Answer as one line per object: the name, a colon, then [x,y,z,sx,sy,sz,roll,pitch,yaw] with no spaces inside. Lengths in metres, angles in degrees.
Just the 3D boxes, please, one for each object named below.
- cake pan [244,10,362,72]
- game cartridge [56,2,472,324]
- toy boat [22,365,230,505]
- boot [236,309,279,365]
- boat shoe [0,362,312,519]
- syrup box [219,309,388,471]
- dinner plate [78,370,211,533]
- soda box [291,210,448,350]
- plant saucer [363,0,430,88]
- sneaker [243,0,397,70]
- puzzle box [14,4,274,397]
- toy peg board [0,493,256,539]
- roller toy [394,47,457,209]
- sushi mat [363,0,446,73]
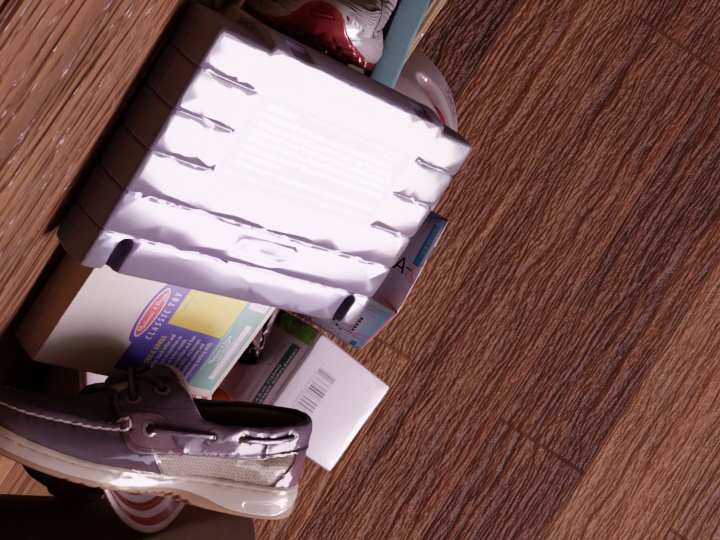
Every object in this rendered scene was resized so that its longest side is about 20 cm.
cake pan: [-0.047,-0.074,0.723,0.200,0.037,0.200,17,90,-76]
game cartridge: [-0.038,-0.044,0.585,0.200,0.038,0.130,16,108,-51]
toy boat: [-0.149,0.084,0.842,0.131,0.131,0.200,-52,-173,46]
boot: [-0.090,-0.012,0.880,0.200,0.072,0.167,82,8,-77]
boat shoe: [-0.109,0.079,0.608,0.072,0.200,0.065,20,-91,55]
syrup box: [-0.072,0.074,0.927,0.079,0.081,0.200,-54,-148,-7]
dinner plate: [-0.134,0.059,0.727,0.200,0.024,0.200,-4,90,-78]
soda box: [0.000,0.000,0.782,0.068,0.064,0.200,-61,-179,-12]
plant saucer: [0.025,-0.148,0.702,0.070,0.019,0.200,-135,-111,-83]
sneaker: [-0.008,-0.174,0.643,0.200,0.078,0.082,-79,-166,-58]
puzzle box: [-0.074,-0.025,0.616,0.200,0.025,0.133,-53,144,10]
toy peg board: [-0.169,0.207,0.747,0.200,0.199,0.098,163,-69,-84]
roller toy: [-0.002,-0.121,1.088,0.183,0.200,0.140,-61,-178,26]
sushi mat: [-0.012,-0.159,0.797,0.012,0.096,0.200,-27,159,-50]
